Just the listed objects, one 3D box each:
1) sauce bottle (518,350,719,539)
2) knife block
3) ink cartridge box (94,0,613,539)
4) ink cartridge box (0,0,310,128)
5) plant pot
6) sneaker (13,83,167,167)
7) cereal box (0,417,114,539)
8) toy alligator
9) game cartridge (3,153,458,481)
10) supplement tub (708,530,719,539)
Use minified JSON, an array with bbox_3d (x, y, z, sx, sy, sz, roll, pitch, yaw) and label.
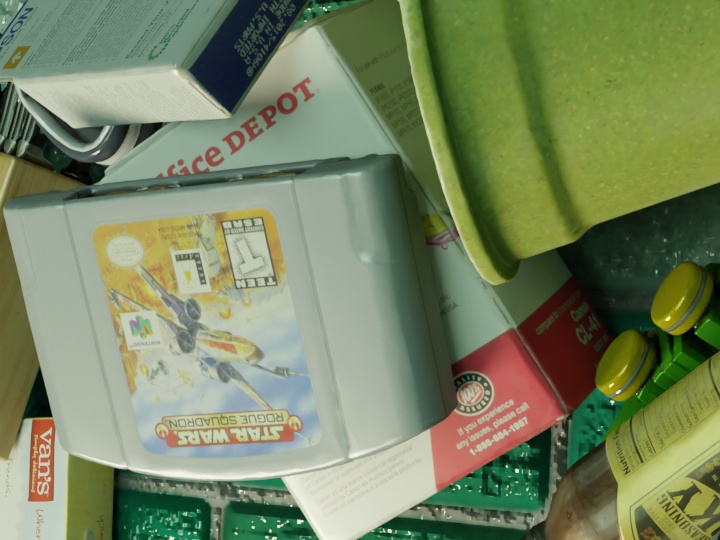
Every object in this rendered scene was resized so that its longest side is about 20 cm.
[{"bbox_3d":[0.127,0.088,0.973,0.200,0.065,0.065,-41,62,23],"label":"sauce bottle"},{"bbox_3d":[-0.184,-0.026,1.264,0.175,0.064,0.201,-37,53,27],"label":"knife block"},{"bbox_3d":[0.000,0.000,1.060,0.147,0.086,0.201,-31,90,31],"label":"ink cartridge box"},{"bbox_3d":[-0.068,-0.152,1.077,0.199,0.043,0.197,3,56,57],"label":"ink cartridge box"},{"bbox_3d":[0.123,-0.109,0.940,0.182,0.200,0.202,-10,79,13],"label":"plant pot"},{"bbox_3d":[-0.129,-0.138,1.217,0.070,0.108,0.202,-28,68,35],"label":"sneaker"},{"bbox_3d":[-0.216,0.154,1.313,0.199,0.039,0.145,-3,83,40],"label":"cereal box"},{"bbox_3d":[0.157,0.012,0.997,0.200,0.059,0.054,-52,16,25],"label":"toy alligator"},{"bbox_3d":[-0.058,0.024,1.029,0.198,0.041,0.134,-5,100,30],"label":"game cartridge"},{"bbox_3d":[0.223,0.104,0.883,0.200,0.122,0.123,-44,60,30],"label":"supplement tub"}]
